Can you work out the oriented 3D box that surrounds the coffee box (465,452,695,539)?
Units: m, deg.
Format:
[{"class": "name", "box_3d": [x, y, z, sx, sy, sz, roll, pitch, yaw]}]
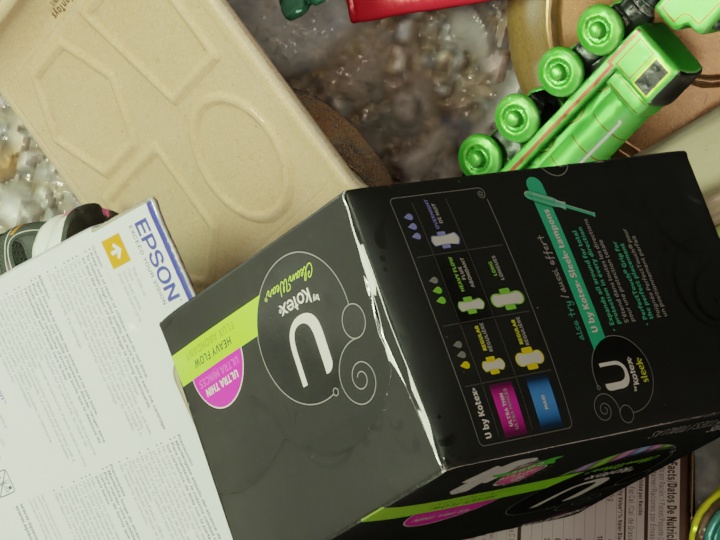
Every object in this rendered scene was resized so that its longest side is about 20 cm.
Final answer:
[{"class": "coffee box", "box_3d": [0.061, 0.133, 1.310, 0.199, 0.114, 0.080, 1, 55, 7]}]

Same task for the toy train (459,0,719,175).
[{"class": "toy train", "box_3d": [0.122, -0.095, 1.266, 0.056, 0.042, 0.200, 50, 120, 13]}]

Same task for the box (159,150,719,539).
[{"class": "box", "box_3d": [0.047, 0.040, 1.151, 0.148, 0.200, 0.125, -35, 70, 47]}]

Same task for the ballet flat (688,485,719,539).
[{"class": "ballet flat", "box_3d": [0.233, 0.114, 1.286, 0.200, 0.067, 0.067, -6, 103, -21]}]

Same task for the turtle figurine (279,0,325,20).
[{"class": "turtle figurine", "box_3d": [-0.097, -0.202, 1.298, 0.150, 0.101, 0.200, -17, 112, 41]}]

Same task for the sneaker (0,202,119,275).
[{"class": "sneaker", "box_3d": [-0.135, 0.062, 1.363, 0.086, 0.080, 0.200, -2, 106, 38]}]

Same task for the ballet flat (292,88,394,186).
[{"class": "ballet flat", "box_3d": [0.000, 0.000, 1.331, 0.068, 0.067, 0.200, -31, 93, 10]}]

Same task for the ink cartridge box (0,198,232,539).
[{"class": "ink cartridge box", "box_3d": [-0.105, 0.082, 1.255, 0.200, 0.043, 0.197, -25, 89, 42]}]

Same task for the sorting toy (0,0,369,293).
[{"class": "sorting toy", "box_3d": [-0.089, -0.071, 1.301, 0.200, 0.036, 0.185, 50, 142, 0]}]

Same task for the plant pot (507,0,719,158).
[{"class": "plant pot", "box_3d": [0.169, -0.122, 1.314, 0.200, 0.027, 0.201, 1, 99, 7]}]

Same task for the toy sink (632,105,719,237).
[{"class": "toy sink", "box_3d": [0.231, -0.023, 1.254, 0.200, 0.112, 0.130, -29, 108, 15]}]

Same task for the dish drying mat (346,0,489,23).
[{"class": "dish drying mat", "box_3d": [0.084, -0.171, 1.300, 0.200, 0.018, 0.077, -8, 87, 18]}]
